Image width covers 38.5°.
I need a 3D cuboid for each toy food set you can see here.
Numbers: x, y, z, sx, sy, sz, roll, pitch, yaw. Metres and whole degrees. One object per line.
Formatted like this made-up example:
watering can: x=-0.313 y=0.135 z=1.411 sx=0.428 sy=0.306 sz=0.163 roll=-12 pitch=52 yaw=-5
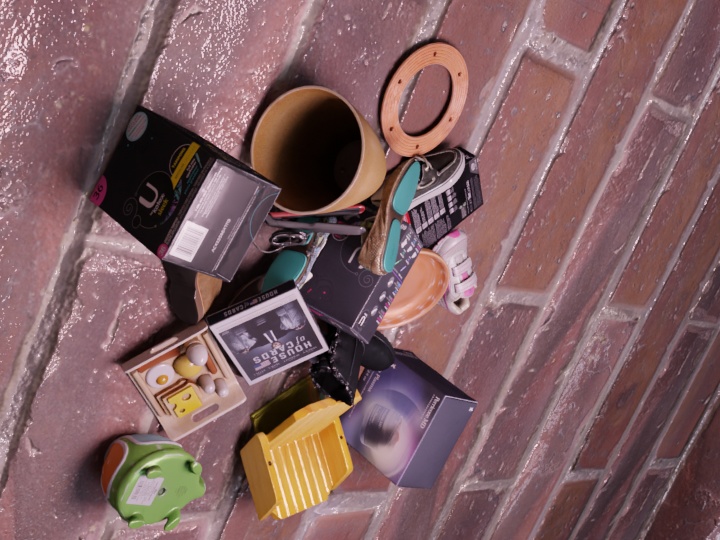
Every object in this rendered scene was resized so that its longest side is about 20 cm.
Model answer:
toy food set: x=-0.274 y=0.179 z=1.628 sx=0.143 sy=0.060 sz=0.201 roll=-29 pitch=136 yaw=-10

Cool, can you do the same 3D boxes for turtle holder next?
turtle holder: x=-0.325 y=0.320 z=1.643 sx=0.185 sy=0.131 sz=0.142 roll=-18 pitch=127 yaw=-38

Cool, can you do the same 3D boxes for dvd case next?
dvd case: x=-0.145 y=0.103 z=1.652 sx=0.150 sy=0.025 sz=0.200 roll=-24 pitch=144 yaw=-1

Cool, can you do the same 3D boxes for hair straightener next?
hair straightener: x=-0.089 y=-0.061 z=1.616 sx=0.199 sy=0.077 sz=0.041 roll=-2 pitch=167 yaw=-11

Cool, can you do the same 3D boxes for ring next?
ring: x=0.107 y=-0.290 z=1.751 sx=0.200 sy=0.019 sz=0.201 roll=-26 pitch=134 yaw=-31

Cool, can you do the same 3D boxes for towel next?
towel: x=-0.113 y=0.244 z=1.900 sx=0.199 sy=0.018 sz=0.086 roll=-33 pitch=135 yaw=-26

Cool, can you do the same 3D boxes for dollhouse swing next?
dollhouse swing: x=-0.078 y=0.330 z=1.846 sx=0.199 sy=0.175 sz=0.183 roll=-10 pitch=81 yaw=-48

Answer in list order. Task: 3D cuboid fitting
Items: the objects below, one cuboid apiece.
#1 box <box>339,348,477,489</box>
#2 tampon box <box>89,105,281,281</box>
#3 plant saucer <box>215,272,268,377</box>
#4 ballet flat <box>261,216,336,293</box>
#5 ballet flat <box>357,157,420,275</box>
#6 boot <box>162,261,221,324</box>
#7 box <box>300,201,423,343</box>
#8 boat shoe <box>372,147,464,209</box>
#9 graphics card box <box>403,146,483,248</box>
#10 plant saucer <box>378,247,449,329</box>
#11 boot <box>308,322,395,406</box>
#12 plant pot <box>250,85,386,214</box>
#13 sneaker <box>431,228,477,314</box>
box: x=0.084 y=0.281 z=1.987 sx=0.123 sy=0.198 sz=0.201 roll=17 pitch=103 yaw=-50
tampon box: x=-0.238 y=-0.103 z=1.379 sx=0.126 sy=0.200 sz=0.150 roll=23 pitch=98 yaw=-50
plant saucer: x=-0.166 y=0.084 z=1.722 sx=0.200 sy=0.032 sz=0.201 roll=-26 pitch=133 yaw=-31
ballet flat: x=-0.092 y=-0.023 z=1.667 sx=0.074 sy=0.074 sz=0.201 roll=43 pitch=71 yaw=-51
ballet flat: x=0.039 y=-0.092 z=1.654 sx=0.071 sy=0.065 sz=0.201 roll=44 pitch=60 yaw=-56
boot: x=-0.249 y=-0.018 z=1.548 sx=0.075 sy=0.073 sz=0.201 roll=-45 pitch=148 yaw=-43
box: x=0.000 y=0.000 z=1.728 sx=0.201 sy=0.122 sz=0.106 roll=-61 pitch=157 yaw=-8
boat shoe: x=0.104 y=-0.163 z=1.791 sx=0.200 sy=0.071 sz=0.064 roll=-36 pitch=145 yaw=-20
graphics card box: x=0.135 y=-0.119 z=1.874 sx=0.200 sy=0.051 sz=0.126 roll=-38 pitch=139 yaw=-19
plant saucer: x=0.064 y=0.027 z=1.870 sx=0.199 sy=0.038 sz=0.201 roll=-15 pitch=140 yaw=-13
boot: x=-0.014 y=0.165 z=1.824 sx=0.198 sy=0.073 sz=0.163 roll=50 pitch=36 yaw=-36
plant pot: x=-0.040 y=-0.171 z=1.579 sx=0.187 sy=0.186 sz=0.200 roll=-63 pitch=158 yaw=9
sneaker: x=0.186 y=0.005 z=1.967 sx=0.081 sy=0.088 sz=0.201 roll=-33 pitch=145 yaw=-25
